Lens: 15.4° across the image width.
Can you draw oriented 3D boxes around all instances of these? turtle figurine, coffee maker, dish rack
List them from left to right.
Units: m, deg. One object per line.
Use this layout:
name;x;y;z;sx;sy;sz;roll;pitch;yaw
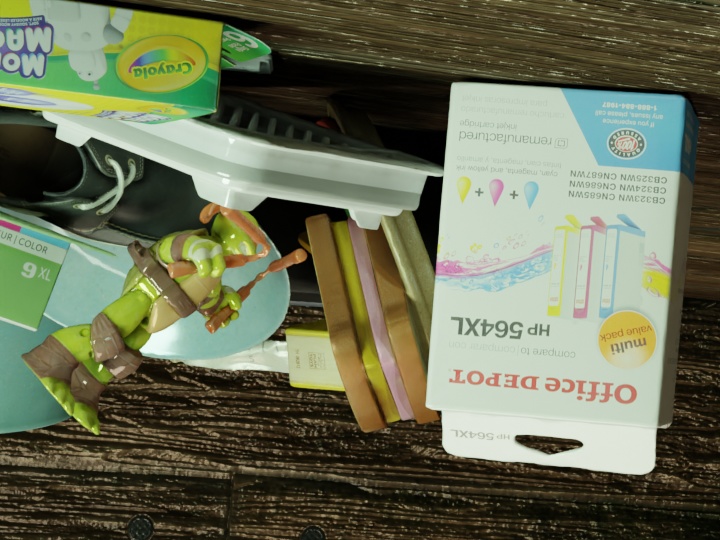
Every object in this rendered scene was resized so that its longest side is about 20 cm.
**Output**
turtle figurine;-0.112;0.013;1.479;0.064;0.161;0.200;48;175;7
dish rack;-0.072;-0.067;1.433;0.200;0.044;0.171;23;-169;42
coffee maker;0.010;-0.040;1.724;0.200;0.135;0.192;4;153;-13

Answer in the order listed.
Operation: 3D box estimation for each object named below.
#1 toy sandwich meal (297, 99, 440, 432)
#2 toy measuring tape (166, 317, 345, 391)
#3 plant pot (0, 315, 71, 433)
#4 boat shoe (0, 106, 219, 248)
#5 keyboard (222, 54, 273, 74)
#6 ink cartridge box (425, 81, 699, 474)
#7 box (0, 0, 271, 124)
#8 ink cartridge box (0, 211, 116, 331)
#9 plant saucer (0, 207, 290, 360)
toy sandwich meal;0.000;0.000;1.553;0.070;0.205;0.205;-21;179;-3
toy measuring tape;-0.023;0.047;1.692;0.200;0.074;0.074;3;177;27
plant pot;-0.254;0.006;1.791;0.200;0.188;0.200;-1;-168;0
boat shoe;-0.156;-0.050;1.494;0.200;0.072;0.068;20;-170;-26
keyboard;-0.145;-0.115;1.379;0.200;0.011;0.056;5;-177;-1
ink cartridge box;0.110;0.007;1.440;0.128;0.200;0.125;4;177;9
box;-0.151;-0.101;1.263;0.200;0.048;0.117;4;178;-19
ink cartridge box;-0.235;-0.015;1.510;0.104;0.059;0.200;22;178;-36
plant saucer;-0.135;-0.020;1.635;0.201;0.039;0.201;12;143;9
